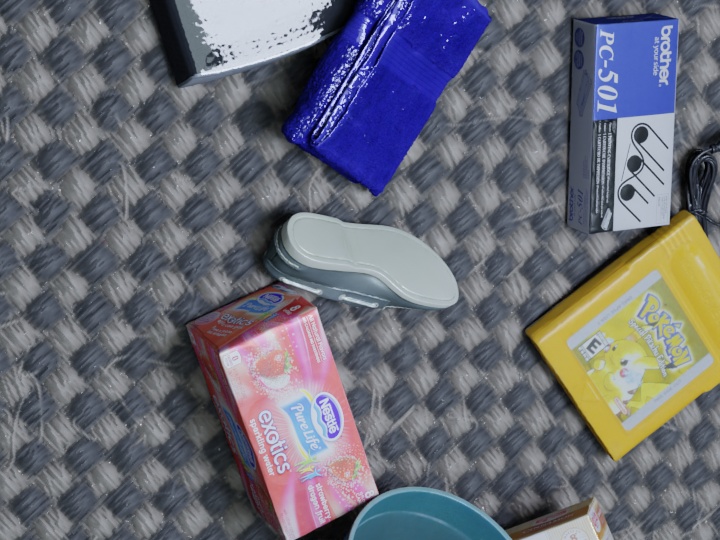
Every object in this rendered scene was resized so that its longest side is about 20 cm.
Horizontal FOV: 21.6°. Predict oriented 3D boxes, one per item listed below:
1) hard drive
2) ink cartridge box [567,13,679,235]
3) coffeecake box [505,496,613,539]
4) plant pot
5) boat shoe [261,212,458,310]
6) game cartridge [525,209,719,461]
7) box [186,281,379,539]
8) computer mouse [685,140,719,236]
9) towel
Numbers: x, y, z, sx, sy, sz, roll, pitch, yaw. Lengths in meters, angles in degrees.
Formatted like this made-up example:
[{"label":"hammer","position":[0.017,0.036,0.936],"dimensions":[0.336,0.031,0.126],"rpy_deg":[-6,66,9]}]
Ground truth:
[{"label":"hard drive","position":[-0.080,-0.244,1.614],"dimensions":[0.199,0.042,0.136],"rpy_deg":[-23,113,-17]},{"label":"ink cartridge box","position":[0.248,-0.139,1.788],"dimensions":[0.093,0.044,0.201],"rpy_deg":[-7,107,-24]},{"label":"coffeecake box","position":[0.192,0.342,1.814],"dimensions":[0.153,0.073,0.201],"rpy_deg":[-23,92,15]},{"label":"plant pot","position":[0.036,0.334,1.732],"dimensions":[0.199,0.201,0.188],"rpy_deg":[11,138,-26]},{"label":"boat shoe","position":[0.000,0.000,1.721],"dimensions":[0.199,0.073,0.062],"rpy_deg":[16,141,-34]},{"label":"game cartridge","position":[0.285,0.066,1.858],"dimensions":[0.200,0.032,0.177],"rpy_deg":[-37,116,-1]},{"label":"box","position":[-0.068,0.126,1.695],"dimensions":[0.102,0.095,0.201],"rpy_deg":[-24,113,-17]},{"label":"computer mouse","position":[0.406,-0.079,1.877],"dimensions":[0.199,0.046,0.141],"rpy_deg":[-8,112,-10]},{"label":"towel","position":[0.030,-0.172,1.654],"dimensions":[0.147,0.049,0.201],"rpy_deg":[29,95,-49]}]
